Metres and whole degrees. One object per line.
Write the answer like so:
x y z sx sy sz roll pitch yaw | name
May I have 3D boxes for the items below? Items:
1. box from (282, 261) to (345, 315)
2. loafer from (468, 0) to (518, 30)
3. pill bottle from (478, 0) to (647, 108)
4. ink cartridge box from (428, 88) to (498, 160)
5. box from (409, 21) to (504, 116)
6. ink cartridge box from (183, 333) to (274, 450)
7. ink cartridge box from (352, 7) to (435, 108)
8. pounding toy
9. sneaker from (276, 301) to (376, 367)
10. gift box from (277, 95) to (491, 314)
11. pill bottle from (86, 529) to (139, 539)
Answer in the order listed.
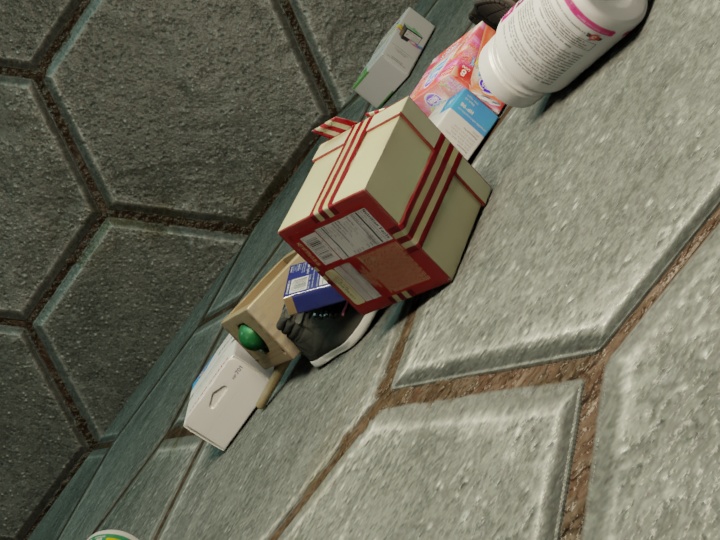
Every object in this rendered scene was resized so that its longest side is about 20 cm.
0.000 0.000 1.553 0.198 0.033 0.121 -17 19 8 | box
0.233 -0.458 2.005 0.071 0.073 0.200 -56 11 -1 | loafer
0.229 -0.279 1.372 0.200 0.113 0.114 -40 18 53 | pill bottle
0.095 -0.148 1.646 0.201 0.067 0.116 -53 10 -18 | ink cartridge box
0.152 -0.271 1.731 0.103 0.094 0.200 -58 11 -14 | box
-0.214 0.187 1.951 0.147 0.086 0.200 -53 12 9 | ink cartridge box
0.080 -0.504 2.787 0.145 0.084 0.201 -42 16 49 | ink cartridge box
-0.109 0.082 1.763 0.200 0.142 0.184 -47 8 -22 | pounding toy
-0.048 0.058 1.589 0.200 0.099 0.071 -40 16 50 | sneaker
0.019 -0.083 1.417 0.199 0.185 0.188 -16 36 41 | gift box
-0.381 0.481 1.706 0.113 0.112 0.200 -49 12 27 | pill bottle
